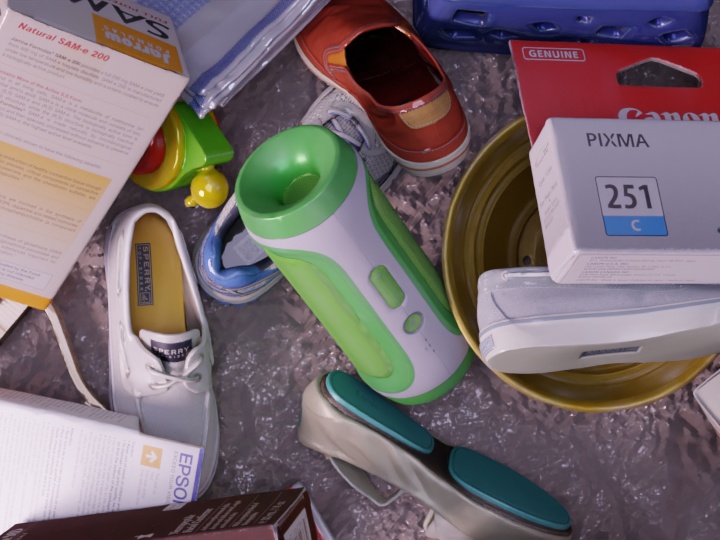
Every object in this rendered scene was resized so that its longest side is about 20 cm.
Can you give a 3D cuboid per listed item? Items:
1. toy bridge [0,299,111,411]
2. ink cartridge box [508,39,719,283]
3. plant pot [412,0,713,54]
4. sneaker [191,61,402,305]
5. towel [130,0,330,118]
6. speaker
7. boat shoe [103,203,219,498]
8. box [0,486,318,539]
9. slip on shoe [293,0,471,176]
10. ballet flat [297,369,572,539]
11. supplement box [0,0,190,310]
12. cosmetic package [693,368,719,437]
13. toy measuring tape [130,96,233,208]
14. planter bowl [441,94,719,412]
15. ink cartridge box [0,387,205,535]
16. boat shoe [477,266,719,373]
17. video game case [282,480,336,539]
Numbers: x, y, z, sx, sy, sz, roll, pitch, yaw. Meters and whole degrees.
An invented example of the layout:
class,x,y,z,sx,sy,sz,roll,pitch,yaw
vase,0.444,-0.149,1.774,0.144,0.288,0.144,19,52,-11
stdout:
class,x,y,z,sx,sy,sz,roll,pitch,yaw
toy bridge,-0.240,0.035,1.295,0.200,0.027,0.067,41,89,0
ink cartridge box,0.201,-0.077,1.183,0.199,0.045,0.177,0,62,-16
plant pot,0.135,-0.245,1.218,0.199,0.180,0.201,3,89,2
sneaker,-0.032,-0.056,1.263,0.077,0.085,0.200,40,88,1
towel,-0.115,-0.208,1.262,0.147,0.024,0.200,-44,69,-9
speaker,0.000,0.000,1.211,0.088,0.089,0.200,-36,132,0
boat shoe,-0.129,0.054,1.265,0.070,0.070,0.201,-5,87,-15
box,-0.130,0.187,1.175,0.199,0.100,0.075,-10,95,10
slip on shoe,0.009,-0.140,1.235,0.074,0.061,0.200,-27,47,-8
ballet flat,0.044,0.139,1.276,0.199,0.069,0.070,32,90,3
supplement box,-0.211,-0.084,1.203,0.126,0.074,0.200,19,121,-31
cosmetic package,0.297,0.136,1.196,0.087,0.103,0.200,-35,126,0
toy measuring tape,-0.149,-0.117,1.286,0.073,0.074,0.200,-34,72,0
planter bowl,0.150,-0.011,1.259,0.199,0.083,0.202,0,90,-1
ink cartridge box,-0.206,0.183,1.258,0.199,0.043,0.198,12,100,7
boat shoe,0.167,0.016,1.181,0.199,0.070,0.072,-5,70,-11
video game case,-0.089,0.253,1.293,0.199,0.017,0.143,-31,89,0
